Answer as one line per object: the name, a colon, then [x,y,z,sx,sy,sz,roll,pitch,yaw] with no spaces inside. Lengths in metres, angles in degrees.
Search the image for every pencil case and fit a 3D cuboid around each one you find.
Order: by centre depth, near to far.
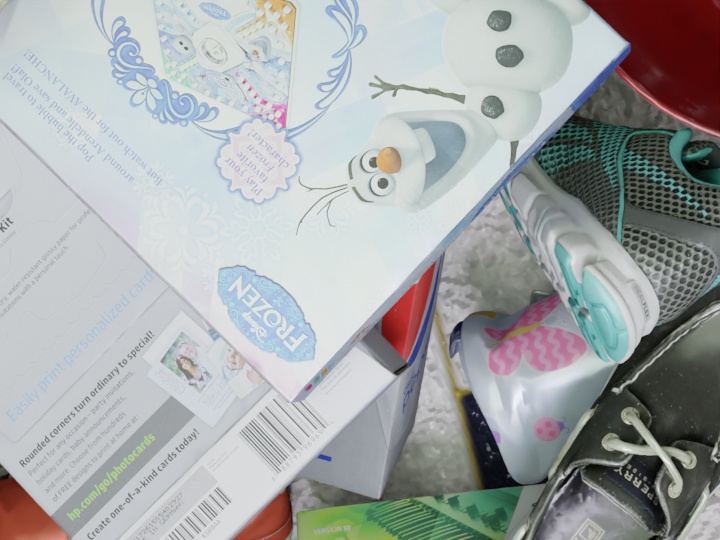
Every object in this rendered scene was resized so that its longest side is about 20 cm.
pencil case: [0.144,0.028,1.085,0.199,0.091,0.083,-20,109,14]

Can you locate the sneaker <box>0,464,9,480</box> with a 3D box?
sneaker: [-0.187,0.070,1.169,0.090,0.075,0.201,-7,95,17]

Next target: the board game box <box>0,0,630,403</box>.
board game box: [-0.030,-0.086,0.992,0.200,0.043,0.199,44,94,5]

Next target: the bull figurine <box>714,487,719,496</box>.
bull figurine: [0.239,0.076,1.056,0.200,0.121,0.065,-24,93,19]

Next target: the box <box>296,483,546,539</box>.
box: [0.048,0.191,1.068,0.144,0.036,0.200,-7,56,3]

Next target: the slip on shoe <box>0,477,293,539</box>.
slip on shoe: [-0.127,0.110,1.126,0.199,0.074,0.061,-3,123,-16]

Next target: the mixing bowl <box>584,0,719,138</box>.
mixing bowl: [0.188,-0.155,1.047,0.199,0.108,0.201,1,95,12]

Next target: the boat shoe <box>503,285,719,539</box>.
boat shoe: [0.118,0.085,1.016,0.071,0.064,0.200,33,99,3]

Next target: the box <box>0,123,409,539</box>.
box: [-0.103,0.024,1.049,0.200,0.041,0.156,46,100,4]

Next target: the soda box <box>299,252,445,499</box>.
soda box: [0.000,0.000,1.088,0.068,0.063,0.200,16,122,9]

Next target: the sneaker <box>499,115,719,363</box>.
sneaker: [0.113,-0.031,1.046,0.091,0.200,0.078,-26,120,-1]
